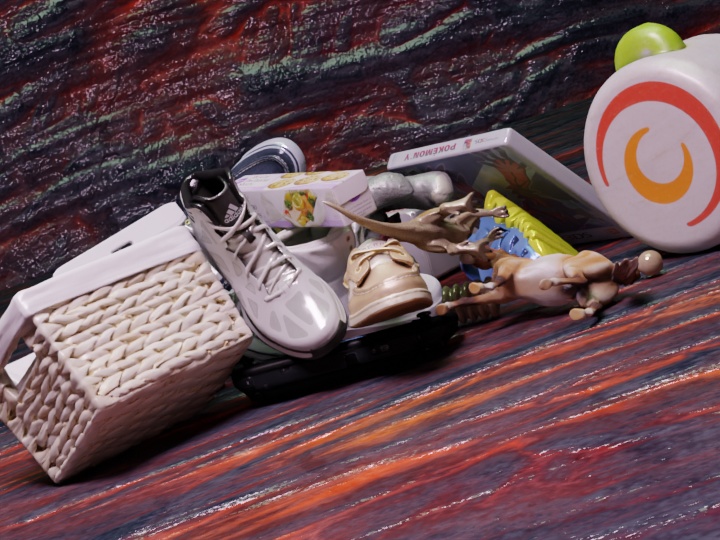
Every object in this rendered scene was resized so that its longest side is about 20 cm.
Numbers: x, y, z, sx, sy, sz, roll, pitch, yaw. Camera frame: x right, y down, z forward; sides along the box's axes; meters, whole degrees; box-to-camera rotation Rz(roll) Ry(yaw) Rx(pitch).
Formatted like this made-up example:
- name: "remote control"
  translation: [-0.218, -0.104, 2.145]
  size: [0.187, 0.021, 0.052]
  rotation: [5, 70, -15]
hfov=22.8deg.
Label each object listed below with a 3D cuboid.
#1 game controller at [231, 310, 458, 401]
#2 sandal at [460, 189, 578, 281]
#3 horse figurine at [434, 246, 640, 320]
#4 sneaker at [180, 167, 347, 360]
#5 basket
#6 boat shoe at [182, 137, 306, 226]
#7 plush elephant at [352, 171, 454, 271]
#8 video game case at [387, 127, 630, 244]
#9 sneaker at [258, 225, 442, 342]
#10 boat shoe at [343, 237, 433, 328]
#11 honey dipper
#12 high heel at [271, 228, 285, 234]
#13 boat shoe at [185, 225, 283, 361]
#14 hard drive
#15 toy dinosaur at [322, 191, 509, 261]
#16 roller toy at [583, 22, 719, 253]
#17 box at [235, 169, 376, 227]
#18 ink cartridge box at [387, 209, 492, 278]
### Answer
- name: "game controller"
  translation: [-0.012, 0.070, 1.556]
  size: [0.198, 0.043, 0.104]
  rotation: [-15, 8, 15]
- name: "sandal"
  translation: [0.150, -0.011, 1.715]
  size: [0.087, 0.079, 0.200]
  rotation: [-54, 15, 4]
- name: "horse figurine"
  translation: [0.157, 0.009, 1.514]
  size: [0.198, 0.050, 0.132]
  rotation: [-2, 11, 32]
- name: "sneaker"
  translation: [-0.095, -0.011, 1.513]
  size: [0.076, 0.200, 0.116]
  rotation: [-41, -34, -6]
- name: "basket"
  translation: [-0.205, 0.071, 1.516]
  size: [0.199, 0.124, 0.136]
  rotation: [-26, -20, -44]
- name: "boat shoe"
  translation: [-0.139, -0.055, 1.843]
  size: [0.200, 0.071, 0.091]
  rotation: [-41, 2, 30]
- name: "plush elephant"
  translation: [-0.005, -0.010, 1.776]
  size: [0.198, 0.156, 0.165]
  rotation: [13, -47, -18]
- name: "video game case"
  translation: [0.155, -0.077, 1.830]
  size: [0.199, 0.023, 0.181]
  rotation: [32, -24, -32]
- name: "sneaker"
  translation: [0.000, 0.000, 1.644]
  size: [0.198, 0.117, 0.073]
  rotation: [-11, 26, -34]
- name: "boat shoe"
  translation: [0.015, 0.007, 1.518]
  size: [0.073, 0.070, 0.200]
  rotation: [-15, 0, -6]
- name: "honey dipper"
  translation: [0.171, 0.012, 1.592]
  size: [0.198, 0.038, 0.038]
  rotation: [-12, 8, 13]
- name: "high heel"
  translation: [-0.116, 0.001, 1.876]
  size: [0.071, 0.143, 0.199]
  rotation: [-37, -9, 34]
- name: "boat shoe"
  translation: [-0.126, 0.021, 1.692]
  size: [0.074, 0.199, 0.067]
  rotation: [-52, -24, -19]
- name: "hard drive"
  translation: [-0.226, 0.026, 1.625]
  size: [0.131, 0.027, 0.200]
  rotation: [-34, -16, -26]
- name: "toy dinosaur"
  translation: [0.062, -0.032, 1.541]
  size: [0.100, 0.059, 0.199]
  rotation: [-7, -6, 38]
- name: "roller toy"
  translation: [0.311, -0.117, 1.641]
  size: [0.182, 0.202, 0.139]
  rotation: [30, 35, 29]
- name: "box"
  translation: [-0.061, -0.064, 1.618]
  size: [0.041, 0.039, 0.199]
  rotation: [-29, 17, -30]
- name: "ink cartridge box"
  translation: [0.070, -0.044, 2.026]
  size: [0.145, 0.085, 0.199]
  rotation: [-10, 11, 40]
